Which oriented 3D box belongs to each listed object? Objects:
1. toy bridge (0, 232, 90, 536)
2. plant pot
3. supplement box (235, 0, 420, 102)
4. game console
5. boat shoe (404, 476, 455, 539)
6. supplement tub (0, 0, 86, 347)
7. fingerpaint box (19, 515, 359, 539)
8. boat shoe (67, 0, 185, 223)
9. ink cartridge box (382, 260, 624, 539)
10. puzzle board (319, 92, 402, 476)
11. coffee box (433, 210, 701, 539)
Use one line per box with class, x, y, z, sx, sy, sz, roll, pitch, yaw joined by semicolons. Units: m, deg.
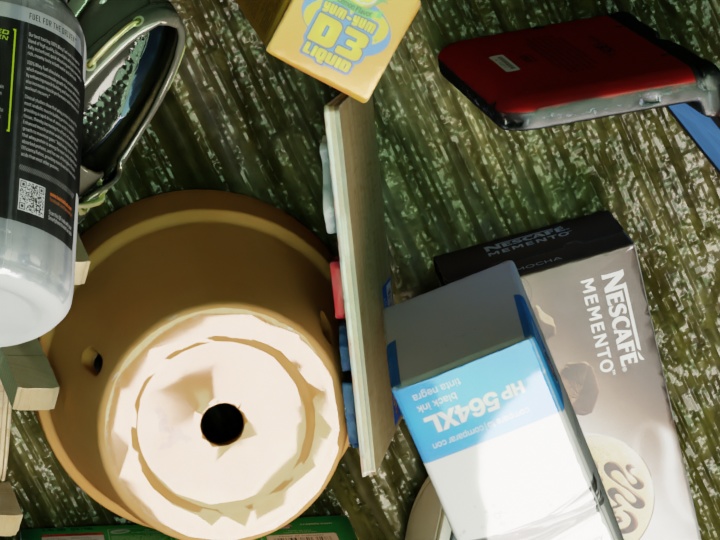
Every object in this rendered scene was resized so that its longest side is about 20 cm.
toy bridge;-0.190;0.051;1.552;0.027;0.067;0.201;1;125;-26
plant pot;-0.084;0.067;1.561;0.199;0.140;0.201;-3;105;-10
supplement box;-0.024;-0.150;1.483;0.066;0.200;0.069;26;98;-15
game console;0.147;-0.068;1.532;0.172;0.200;0.119;-11;105;-7
boat shoe;0.055;0.213;1.656;0.062;0.075;0.201;4;105;-9
supplement tub;-0.206;-0.070;1.451;0.122;0.123;0.201;6;68;-11
fingerpaint box;-0.100;0.236;1.636;0.199;0.073;0.168;-2;104;-9
boat shoe;-0.164;-0.069;1.544;0.072;0.060;0.202;23;101;-42
ink cartridge box;0.087;0.115;1.517;0.084;0.146;0.201;-21;105;4
puzzle board;0.000;0.000;1.543;0.017;0.151;0.201;-4;99;7
coffee box;0.122;0.080;1.629;0.113;0.080;0.201;-14;106;-2
